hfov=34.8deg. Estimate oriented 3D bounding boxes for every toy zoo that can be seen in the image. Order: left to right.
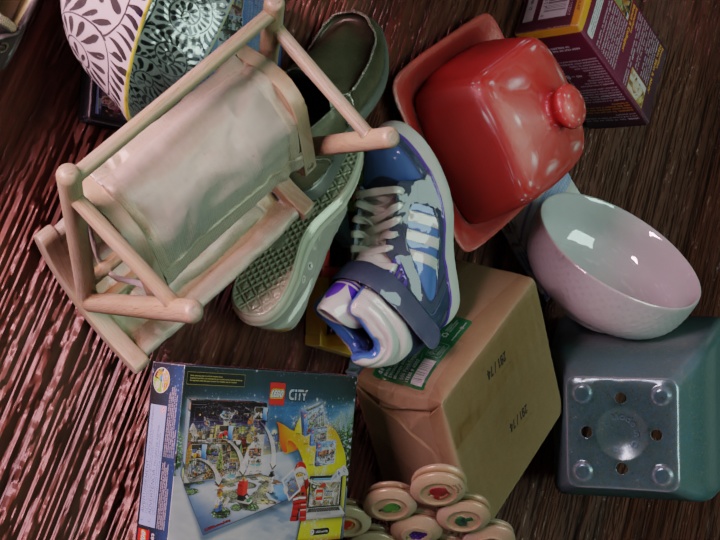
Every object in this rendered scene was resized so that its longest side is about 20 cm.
[{"bbox_3d":[0.000,0.000,1.077,0.130,0.020,0.203,4,88,-51],"label":"toy zoo"}]

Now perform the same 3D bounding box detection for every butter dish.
[{"bbox_3d":[0.158,-0.150,1.149,0.200,0.147,0.201,-40,112,-40],"label":"butter dish"}]

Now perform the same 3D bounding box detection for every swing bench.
[{"bbox_3d":[-0.111,-0.053,0.803,0.130,0.200,0.199,48,65,-5],"label":"swing bench"}]

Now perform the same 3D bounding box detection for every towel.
[{"bbox_3d":[0.203,-0.081,1.316,0.200,0.024,0.148,52,53,-37],"label":"towel"}]

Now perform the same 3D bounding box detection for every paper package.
[{"bbox_3d":[0.102,0.123,1.126,0.200,0.103,0.192,-47,132,-38],"label":"paper package"}]

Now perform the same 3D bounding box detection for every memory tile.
[{"bbox_3d":[0.065,0.253,1.070,0.200,0.152,0.017,49,29,-37],"label":"memory tile"}]

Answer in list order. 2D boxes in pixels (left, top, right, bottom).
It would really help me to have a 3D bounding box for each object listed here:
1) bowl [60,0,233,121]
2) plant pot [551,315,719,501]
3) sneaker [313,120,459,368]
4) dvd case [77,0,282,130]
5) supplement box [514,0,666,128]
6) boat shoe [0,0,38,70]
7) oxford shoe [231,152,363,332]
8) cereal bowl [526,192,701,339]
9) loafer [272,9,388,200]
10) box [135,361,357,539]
[{"bbox_3d":[-0.149,-0.208,0.782,0.202,0.093,0.201,-63,178,-3],"label":"bowl"},{"bbox_3d":[0.299,0.158,1.261,0.200,0.194,0.199,-11,100,-70],"label":"plant pot"},{"bbox_3d":[0.014,-0.016,0.996,0.146,0.080,0.202,-28,110,-45],"label":"sneaker"},{"bbox_3d":[-0.136,-0.172,0.912,0.199,0.017,0.145,6,87,-51],"label":"dvd case"},{"bbox_3d":[0.274,-0.267,1.346,0.200,0.085,0.111,39,62,-43],"label":"supplement box"},{"bbox_3d":[-0.253,-0.161,0.735,0.073,0.064,0.202,32,67,-45],"label":"boat shoe"},{"bbox_3d":[-0.051,-0.033,0.982,0.058,0.074,0.202,64,43,-55],"label":"oxford shoe"},{"bbox_3d":[0.266,0.006,1.258,0.199,0.200,0.084,-15,142,-49],"label":"cereal bowl"},{"bbox_3d":[-0.030,-0.153,0.977,0.070,0.074,0.202,64,37,-52],"label":"loafer"},{"bbox_3d":[-0.084,0.146,0.907,0.199,0.037,0.139,10,83,-50],"label":"box"}]
